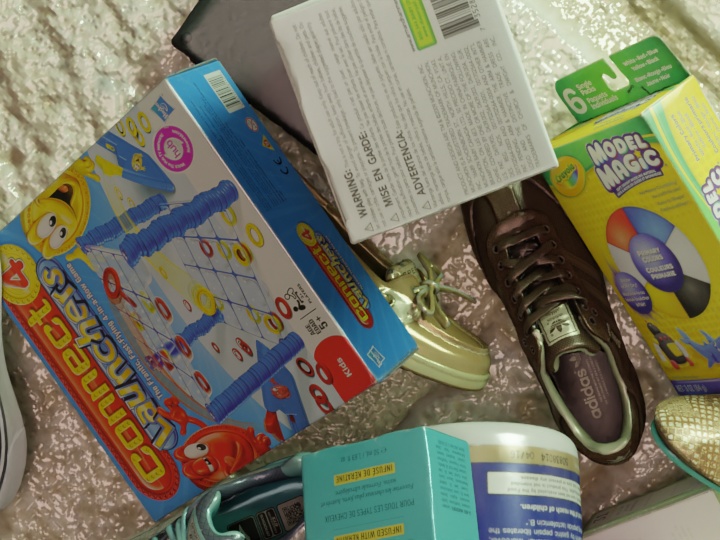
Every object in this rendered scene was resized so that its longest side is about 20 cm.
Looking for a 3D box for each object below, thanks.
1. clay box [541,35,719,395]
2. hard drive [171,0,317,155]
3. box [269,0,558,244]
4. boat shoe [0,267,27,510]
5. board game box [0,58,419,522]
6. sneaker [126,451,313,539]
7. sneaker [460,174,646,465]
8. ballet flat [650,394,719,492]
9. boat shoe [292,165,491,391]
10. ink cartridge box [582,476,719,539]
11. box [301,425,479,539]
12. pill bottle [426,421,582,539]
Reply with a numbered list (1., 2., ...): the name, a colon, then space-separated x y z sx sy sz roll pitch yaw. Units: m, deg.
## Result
1. clay box: 0.174 -0.025 0.731 0.048 0.115 0.200 -37 98 -23
2. hard drive: -0.001 -0.175 0.789 0.139 0.033 0.200 37 95 1
3. box: 0.026 -0.090 0.676 0.101 0.200 0.113 -20 97 4
4. boat shoe: -0.249 0.067 0.781 0.072 0.068 0.201 15 116 23
5. board game box: -0.101 0.017 0.757 0.196 0.056 0.200 -35 90 32
6. sneaker: -0.096 0.161 0.750 0.200 0.086 0.078 -32 66 -11
7. sneaker: 0.119 0.020 0.770 0.070 0.076 0.200 -26 92 6
8. ballet flat: 0.254 0.108 0.742 0.200 0.071 0.065 26 127 -26
9. boat shoe: 0.000 0.000 0.780 0.200 0.073 0.063 34 98 2
10. ink cartridge box: 0.169 0.219 0.796 0.200 0.048 0.146 -28 91 29
11. box: 0.020 0.188 0.667 0.082 0.049 0.201 -18 64 29
12. pill bottle: 0.070 0.194 0.735 0.115 0.116 0.201 -2 70 5
